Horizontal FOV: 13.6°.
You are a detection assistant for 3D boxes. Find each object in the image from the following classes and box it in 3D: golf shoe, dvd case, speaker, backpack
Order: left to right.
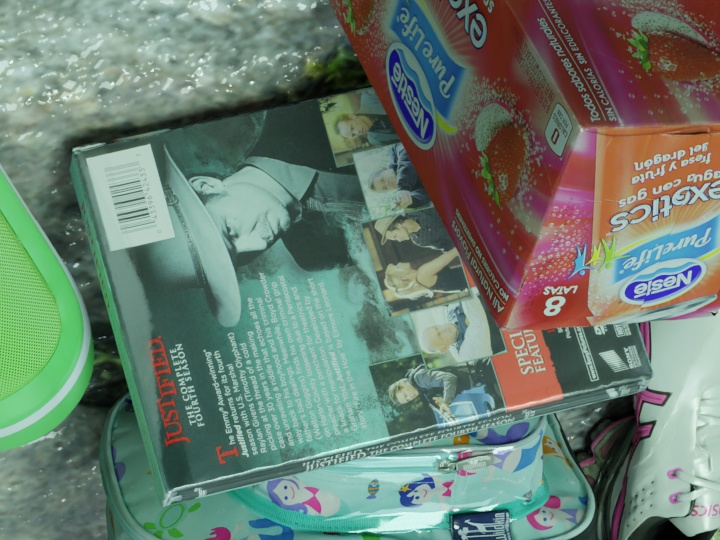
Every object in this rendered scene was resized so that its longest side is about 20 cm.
[{"bbox_3d":[-0.169,-0.014,1.133,0.088,0.089,0.200,-25,141,1],"label":"speaker"},{"bbox_3d":[-0.010,0.093,1.262,0.199,0.178,0.151,-11,122,-6],"label":"backpack"},{"bbox_3d":[0.000,0.000,1.181,0.199,0.147,0.022,-13,163,-15],"label":"dvd case"},{"bbox_3d":[0.158,0.073,1.390,0.072,0.092,0.201,-6,136,-20],"label":"golf shoe"}]

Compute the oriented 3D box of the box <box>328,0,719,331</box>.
[{"bbox_3d":[0.067,-0.083,1.084,0.095,0.200,0.100,-4,137,-24],"label":"box"}]
